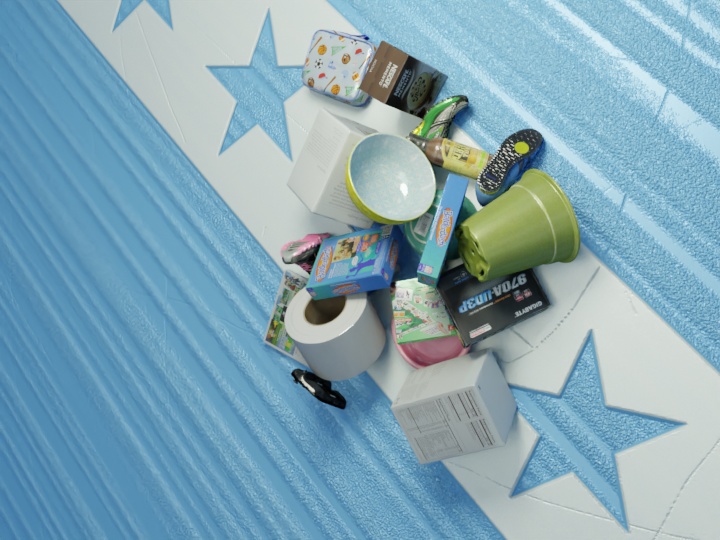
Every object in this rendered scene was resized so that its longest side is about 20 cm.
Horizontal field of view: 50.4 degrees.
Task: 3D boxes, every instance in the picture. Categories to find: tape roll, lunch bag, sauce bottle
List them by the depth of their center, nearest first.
[{"bbox_3d":[0.192,-0.246,1.643,0.198,0.065,0.065,18,100,3],"label":"sauce bottle"},{"bbox_3d":[-0.056,0.128,1.736,0.201,0.140,0.204,-15,42,14],"label":"tape roll"},{"bbox_3d":[-0.039,-0.485,1.817,0.199,0.075,0.162,25,101,29],"label":"lunch bag"}]

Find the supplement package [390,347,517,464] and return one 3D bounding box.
[{"bbox_3d":[0.199,0.286,1.610,0.199,0.152,0.152,-21,105,29],"label":"supplement package"}]

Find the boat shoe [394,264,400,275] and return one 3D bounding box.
[{"bbox_3d":[0.000,0.000,1.795,0.199,0.073,0.067,-18,82,30],"label":"boat shoe"}]

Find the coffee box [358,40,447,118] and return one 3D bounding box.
[{"bbox_3d":[0.096,-0.409,1.662,0.080,0.199,0.114,36,108,25],"label":"coffee box"}]

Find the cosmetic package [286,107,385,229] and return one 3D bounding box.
[{"bbox_3d":[-0.035,-0.228,1.731,0.201,0.166,0.166,-63,37,16],"label":"cosmetic package"}]

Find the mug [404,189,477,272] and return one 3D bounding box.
[{"bbox_3d":[0.176,-0.085,1.667,0.151,0.114,0.187,-25,78,28],"label":"mug"}]

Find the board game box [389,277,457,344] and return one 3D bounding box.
[{"bbox_3d":[0.167,0.077,1.644,0.198,0.029,0.136,-9,76,8],"label":"board game box"}]

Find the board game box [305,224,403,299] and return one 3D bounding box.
[{"bbox_3d":[-0.013,-0.019,1.692,0.198,0.045,0.153,-10,45,32],"label":"board game box"}]

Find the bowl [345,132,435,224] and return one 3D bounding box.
[{"bbox_3d":[0.048,-0.177,1.617,0.108,0.199,0.202,-41,67,60],"label":"bowl"}]

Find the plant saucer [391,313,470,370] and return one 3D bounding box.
[{"bbox_3d":[0.166,0.127,1.712,0.199,0.051,0.203,0,90,30],"label":"plant saucer"}]

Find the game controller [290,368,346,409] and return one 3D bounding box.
[{"bbox_3d":[-0.095,0.279,1.788,0.042,0.200,0.104,-43,67,2],"label":"game controller"}]

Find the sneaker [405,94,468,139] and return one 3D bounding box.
[{"bbox_3d":[0.175,-0.307,1.698,0.085,0.078,0.200,50,122,13],"label":"sneaker"}]

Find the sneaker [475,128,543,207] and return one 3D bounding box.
[{"bbox_3d":[0.306,-0.214,1.596,0.066,0.079,0.200,35,71,21],"label":"sneaker"}]

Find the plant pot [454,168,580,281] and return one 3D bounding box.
[{"bbox_3d":[0.294,-0.071,1.504,0.189,0.200,0.201,-24,75,-14],"label":"plant pot"}]

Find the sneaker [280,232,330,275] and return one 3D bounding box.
[{"bbox_3d":[-0.122,-0.030,1.806,0.078,0.200,0.096,2,103,24],"label":"sneaker"}]

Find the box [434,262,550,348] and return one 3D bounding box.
[{"bbox_3d":[0.270,0.048,1.596,0.198,0.046,0.160,-24,76,-6],"label":"box"}]

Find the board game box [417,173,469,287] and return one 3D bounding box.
[{"bbox_3d":[0.162,-0.074,1.519,0.045,0.152,0.202,18,84,7],"label":"board game box"}]

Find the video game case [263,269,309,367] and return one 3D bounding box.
[{"bbox_3d":[-0.145,0.123,1.914,0.181,0.022,0.202,24,103,28],"label":"video game case"}]
